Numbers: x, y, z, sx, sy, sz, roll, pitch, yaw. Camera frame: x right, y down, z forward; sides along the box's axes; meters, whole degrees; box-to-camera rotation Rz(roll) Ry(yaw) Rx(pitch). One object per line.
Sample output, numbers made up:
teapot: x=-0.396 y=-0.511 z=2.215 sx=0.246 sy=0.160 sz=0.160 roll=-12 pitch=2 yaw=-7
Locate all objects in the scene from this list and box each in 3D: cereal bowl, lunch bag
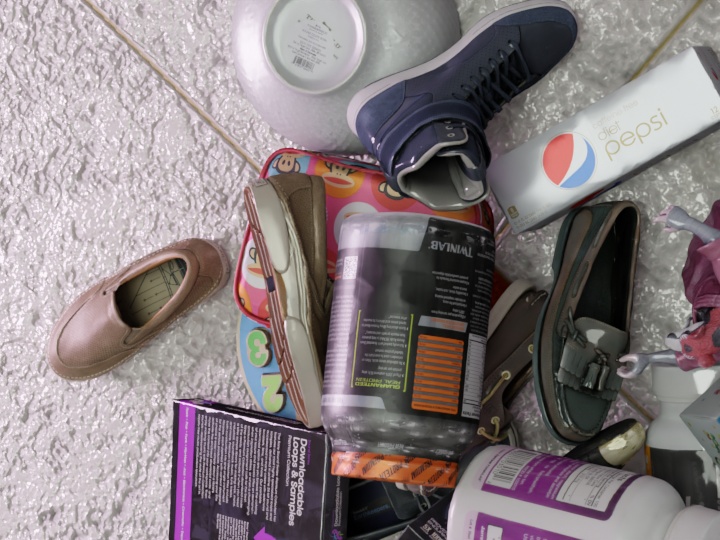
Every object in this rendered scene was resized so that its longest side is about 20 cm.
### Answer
cereal bowl: x=-0.022 y=-0.193 z=1.714 sx=0.200 sy=0.083 sz=0.200 roll=2 pitch=95 yaw=21
lunch bag: x=0.000 y=0.000 z=1.691 sx=0.200 sy=0.082 sz=0.176 roll=15 pitch=92 yaw=14

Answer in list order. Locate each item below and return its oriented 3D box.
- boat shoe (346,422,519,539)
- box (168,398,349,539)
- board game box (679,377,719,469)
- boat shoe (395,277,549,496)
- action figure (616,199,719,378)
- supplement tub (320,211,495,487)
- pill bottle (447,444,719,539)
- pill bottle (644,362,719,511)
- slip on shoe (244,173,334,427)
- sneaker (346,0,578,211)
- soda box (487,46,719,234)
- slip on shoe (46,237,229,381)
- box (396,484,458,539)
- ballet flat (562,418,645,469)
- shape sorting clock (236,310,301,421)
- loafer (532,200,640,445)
boat shoe: x=0.044 y=0.179 z=1.726 sx=0.200 sy=0.062 sz=0.075 roll=-28 pitch=74 yaw=22
box: x=-0.089 y=0.193 z=1.760 sx=0.200 sy=0.036 sz=0.143 roll=9 pitch=98 yaw=46
board game box: x=0.356 y=0.136 z=1.530 sx=0.148 sy=0.064 sz=0.200 roll=-42 pitch=100 yaw=-12
boat shoe: x=0.101 y=0.102 z=1.669 sx=0.059 sy=0.072 sz=0.200 roll=31 pitch=80 yaw=19
action figure: x=0.281 y=0.023 z=1.549 sx=0.149 sy=0.200 sz=0.134 roll=16 pitch=124 yaw=8
supplement tub: x=0.035 y=0.062 z=1.573 sx=0.122 sy=0.122 sz=0.200 roll=4 pitch=83 yaw=22
pill bottle: x=0.175 y=0.201 z=1.540 sx=0.200 sy=0.112 sz=0.112 roll=11 pitch=99 yaw=33
pill bottle: x=0.280 y=0.168 z=1.601 sx=0.116 sy=0.116 sz=0.200 roll=-4 pitch=93 yaw=23
slip on shoe: x=-0.041 y=0.022 z=1.628 sx=0.061 sy=0.076 sz=0.200 roll=-13 pitch=91 yaw=-13
sneaker: x=0.100 y=-0.127 z=1.618 sx=0.202 sy=0.146 sz=0.077 roll=-30 pitch=125 yaw=2
soda box: x=0.200 y=-0.103 z=1.637 sx=0.200 sy=0.068 sz=0.064 roll=-30 pitch=84 yaw=22
slip on shoe: x=-0.206 y=0.036 z=1.820 sx=0.200 sy=0.061 sz=0.076 roll=-28 pitch=84 yaw=22
box: x=0.074 y=0.305 z=1.683 sx=0.164 sy=0.086 sz=0.200 roll=42 pitch=128 yaw=14
ballet flat: x=0.174 y=0.177 z=1.650 sx=0.057 sy=0.066 sz=0.200 roll=52 pitch=138 yaw=12
shape sorting clock: x=-0.016 y=0.059 z=1.755 sx=0.200 sy=0.039 sz=0.200 roll=2 pitch=95 yaw=22
loafer: x=0.182 y=0.036 z=1.613 sx=0.063 sy=0.072 sz=0.200 roll=-25 pitch=51 yaw=53
